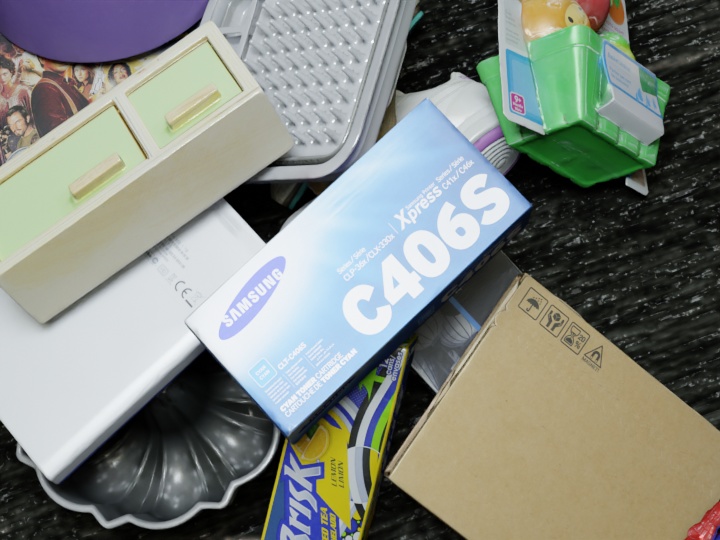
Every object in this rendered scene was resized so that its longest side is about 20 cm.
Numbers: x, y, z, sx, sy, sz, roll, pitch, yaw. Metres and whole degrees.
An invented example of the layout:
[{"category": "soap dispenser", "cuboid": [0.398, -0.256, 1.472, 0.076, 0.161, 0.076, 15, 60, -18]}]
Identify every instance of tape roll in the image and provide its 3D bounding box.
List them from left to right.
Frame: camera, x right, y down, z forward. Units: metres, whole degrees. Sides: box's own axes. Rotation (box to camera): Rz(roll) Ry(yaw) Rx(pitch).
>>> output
[{"category": "tape roll", "cuboid": [-0.195, -0.257, 1.070, 0.198, 0.085, 0.202, -3, 59, 4]}]

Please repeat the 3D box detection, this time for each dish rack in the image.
[{"category": "dish rack", "cuboid": [-0.045, -0.131, 0.987, 0.199, 0.043, 0.173, 1, 68, 45]}]

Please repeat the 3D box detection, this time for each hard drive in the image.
[{"category": "hard drive", "cuboid": [-0.162, 0.021, 0.947, 0.200, 0.025, 0.132, -42, 72, -6]}]

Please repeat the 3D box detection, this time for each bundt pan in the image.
[{"category": "bundt pan", "cuboid": [-0.133, 0.079, 0.981, 0.199, 0.076, 0.204, -2, 72, 6]}]

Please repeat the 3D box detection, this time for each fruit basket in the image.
[{"category": "fruit basket", "cuboid": [0.152, -0.170, 1.014, 0.093, 0.185, 0.202, -10, 69, 38]}]

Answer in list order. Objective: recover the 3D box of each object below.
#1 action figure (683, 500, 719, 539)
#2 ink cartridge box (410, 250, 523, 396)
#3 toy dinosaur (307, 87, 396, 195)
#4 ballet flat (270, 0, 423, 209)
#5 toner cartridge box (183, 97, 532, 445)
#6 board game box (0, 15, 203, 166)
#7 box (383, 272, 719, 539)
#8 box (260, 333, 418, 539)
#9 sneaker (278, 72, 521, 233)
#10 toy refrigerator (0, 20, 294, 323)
[{"category": "action figure", "cuboid": [0.264, 0.154, 0.955, 0.065, 0.052, 0.201, 45, 76, -29]}, {"category": "ink cartridge box", "cuboid": [0.066, 0.030, 0.977, 0.200, 0.039, 0.099, 45, 85, -5]}, {"category": "toy dinosaur", "cuboid": [0.012, -0.080, 0.963, 0.100, 0.058, 0.202, 6, 63, 30]}, {"category": "ballet flat", "cuboid": [-0.026, -0.134, 1.056, 0.062, 0.067, 0.201, 34, 66, -5]}, {"category": "toner cartridge box", "cuboid": [0.000, 0.000, 0.873, 0.200, 0.043, 0.095, -43, 78, -7]}, {"category": "board game box", "cuboid": [-0.175, -0.131, 1.077, 0.198, 0.035, 0.137, -16, 72, -4]}, {"category": "box", "cuboid": [0.136, 0.127, 0.951, 0.199, 0.021, 0.164, 38, 78, -10]}, {"category": "box", "cuboid": [-0.019, 0.132, 0.930, 0.064, 0.070, 0.202, 15, 97, 6]}, {"category": "sneaker", "cuboid": [0.019, -0.069, 1.043, 0.199, 0.075, 0.100, -32, 54, -8]}, {"category": "toy refrigerator", "cuboid": [-0.149, -0.063, 0.915, 0.199, 0.070, 0.076, -34, 56, -1]}]
